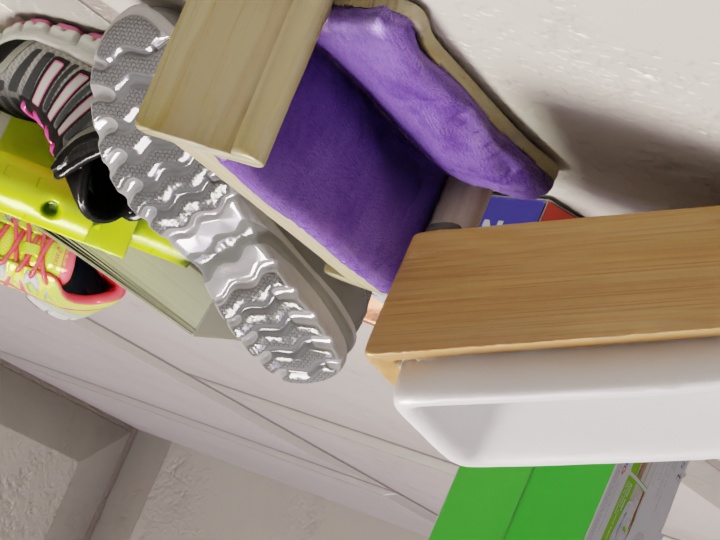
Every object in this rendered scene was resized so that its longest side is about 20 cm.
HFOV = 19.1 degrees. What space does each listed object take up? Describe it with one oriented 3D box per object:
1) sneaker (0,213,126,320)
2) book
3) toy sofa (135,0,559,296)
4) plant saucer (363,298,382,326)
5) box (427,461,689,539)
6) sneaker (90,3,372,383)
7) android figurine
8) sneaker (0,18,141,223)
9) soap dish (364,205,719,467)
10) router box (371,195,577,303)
[{"bbox_3d":[-0.279,-0.017,1.807,0.200,0.078,0.090,24,164,-38],"label":"sneaker"},{"bbox_3d":[-0.138,-0.024,1.337,0.200,0.048,0.134,35,-172,23],"label":"book"},{"bbox_3d":[0.001,-0.050,0.913,0.097,0.083,0.200,19,169,29],"label":"toy sofa"},{"bbox_3d":[0.000,0.000,1.337,0.200,0.032,0.200,23,171,4],"label":"plant saucer"},{"bbox_3d":[0.128,0.151,1.353,0.096,0.200,0.176,20,171,22],"label":"box"},{"bbox_3d":[-0.059,-0.044,1.027,0.075,0.082,0.200,-11,118,36],"label":"sneaker"},{"bbox_3d":[-0.181,-0.063,1.211,0.200,0.041,0.182,23,-164,-8],"label":"android figurine"},{"bbox_3d":[-0.138,-0.071,1.106,0.200,0.088,0.074,15,167,41],"label":"sneaker"},{"bbox_3d":[0.116,0.029,0.910,0.199,0.081,0.157,-5,163,14],"label":"soap dish"},{"bbox_3d":[0.095,0.017,1.152,0.179,0.049,0.200,30,168,-32],"label":"router box"}]
